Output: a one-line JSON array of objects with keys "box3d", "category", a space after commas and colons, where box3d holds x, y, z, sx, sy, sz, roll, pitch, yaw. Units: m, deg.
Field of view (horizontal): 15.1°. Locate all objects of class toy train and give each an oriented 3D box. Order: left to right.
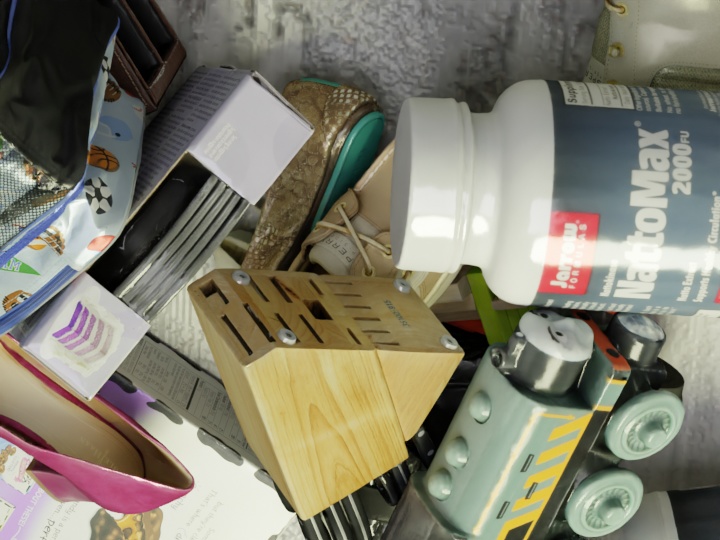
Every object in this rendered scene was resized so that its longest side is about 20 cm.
[{"box3d": [0.091, 0.105, 1.455, 0.114, 0.085, 0.200, 5, 123, -34], "category": "toy train"}]

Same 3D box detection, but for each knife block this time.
[{"box3d": [-0.033, 0.087, 1.441, 0.200, 0.064, 0.176, 3, 127, -44], "category": "knife block"}]

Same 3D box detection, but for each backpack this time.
[{"box3d": [-0.208, -0.056, 1.369, 0.190, 0.200, 0.154, -31, 115, 21], "category": "backpack"}]

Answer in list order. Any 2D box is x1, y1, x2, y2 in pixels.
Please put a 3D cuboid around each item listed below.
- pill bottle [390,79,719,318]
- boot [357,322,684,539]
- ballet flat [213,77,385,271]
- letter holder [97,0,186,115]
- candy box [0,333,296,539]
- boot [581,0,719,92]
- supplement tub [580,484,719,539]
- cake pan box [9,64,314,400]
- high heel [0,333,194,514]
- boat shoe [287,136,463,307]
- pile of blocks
[{"box3d": [0.119, -0.038, 1.412, 0.200, 0.120, 0.120, 3, 114, -5], "category": "pill bottle"}, {"box3d": [0.079, 0.114, 1.568, 0.211, 0.079, 0.158, 5, 109, 12], "category": "boot"}, {"box3d": [-0.045, -0.022, 1.541, 0.065, 0.070, 0.200, 31, 113, 22], "category": "ballet flat"}, {"box3d": [-0.222, -0.118, 1.489, 0.200, 0.101, 0.142, -27, 106, 16], "category": "letter holder"}, {"box3d": [-0.153, 0.126, 1.602, 0.200, 0.072, 0.168, 35, 112, -9], "category": "candy box"}, {"box3d": [0.135, -0.167, 1.449, 0.200, 0.072, 0.155, 14, 116, -1], "category": "boot"}, {"box3d": [0.225, 0.190, 1.547, 0.200, 0.140, 0.140, -7, 113, 2], "category": "supplement tub"}, {"box3d": [-0.113, -0.026, 1.435, 0.052, 0.200, 0.184, 39, 86, -12], "category": "cake pan box"}, {"box3d": [-0.176, 0.068, 1.468, 0.096, 0.067, 0.200, -5, 135, 37], "category": "high heel"}, {"box3d": [0.000, 0.000, 1.484, 0.074, 0.069, 0.200, 38, 108, 30], "category": "boat shoe"}, {"box3d": [0.121, 0.007, 1.517, 0.200, 0.082, 0.062, -16, 111, 12], "category": "pile of blocks"}]
